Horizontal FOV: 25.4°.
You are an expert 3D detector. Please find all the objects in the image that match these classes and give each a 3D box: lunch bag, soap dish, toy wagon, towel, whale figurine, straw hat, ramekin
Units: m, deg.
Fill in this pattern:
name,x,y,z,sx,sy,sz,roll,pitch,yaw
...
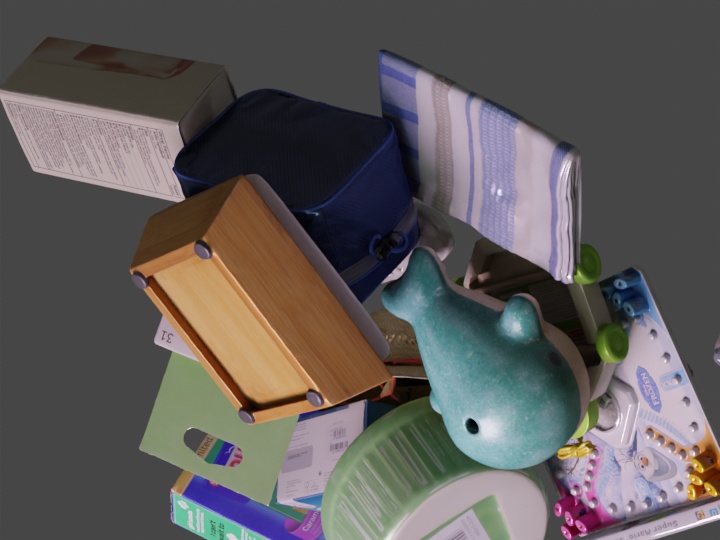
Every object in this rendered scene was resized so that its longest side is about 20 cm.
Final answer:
name,x,y,z,sx,sy,sz,roll,pitch,yaw
lunch bag,-0.044,-0.051,1.338,0.199,0.136,0.133,20,141,36
soap dish,-0.084,0.030,1.272,0.201,0.081,0.157,54,146,-13
toy wagon,0.158,0.061,1.355,0.155,0.039,0.202,-16,97,48
towel,0.093,-0.082,1.272,0.199,0.024,0.148,32,148,29
whale figurine,0.091,0.076,1.311,0.200,0.104,0.159,46,135,6
straw hat,0.036,0.080,1.494,0.199,0.086,0.201,2,163,1
ramekin,0.073,0.220,1.435,0.098,0.199,0.201,50,167,49

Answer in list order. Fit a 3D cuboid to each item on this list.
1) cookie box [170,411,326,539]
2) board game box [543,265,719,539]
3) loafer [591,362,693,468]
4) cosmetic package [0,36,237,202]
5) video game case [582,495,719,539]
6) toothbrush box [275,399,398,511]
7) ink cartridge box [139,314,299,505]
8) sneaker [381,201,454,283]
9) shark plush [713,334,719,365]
name,x,y,z,sx,sy,sz,roll,pitch,yaw
cookie box,-0.076,0.229,1.699,0.199,0.172,0.076,23,142,13
board game box,0.207,0.120,1.379,0.200,0.026,0.201,-30,82,50
loafer,0.241,0.151,1.424,0.067,0.076,0.201,17,135,1
cosmetic package,-0.209,-0.135,1.427,0.199,0.087,0.104,14,140,26
video game case,0.294,0.210,1.402,0.199,0.143,0.018,-28,78,41
toothbrush box,0.038,0.195,1.568,0.199,0.086,0.146,16,157,-34
ink cartridge box,-0.115,0.088,1.413,0.145,0.202,0.048,20,179,21
sneaker,0.000,0.000,1.430,0.199,0.089,0.075,-16,122,47
shark plush,0.377,0.074,1.232,0.199,0.084,0.091,25,145,10
